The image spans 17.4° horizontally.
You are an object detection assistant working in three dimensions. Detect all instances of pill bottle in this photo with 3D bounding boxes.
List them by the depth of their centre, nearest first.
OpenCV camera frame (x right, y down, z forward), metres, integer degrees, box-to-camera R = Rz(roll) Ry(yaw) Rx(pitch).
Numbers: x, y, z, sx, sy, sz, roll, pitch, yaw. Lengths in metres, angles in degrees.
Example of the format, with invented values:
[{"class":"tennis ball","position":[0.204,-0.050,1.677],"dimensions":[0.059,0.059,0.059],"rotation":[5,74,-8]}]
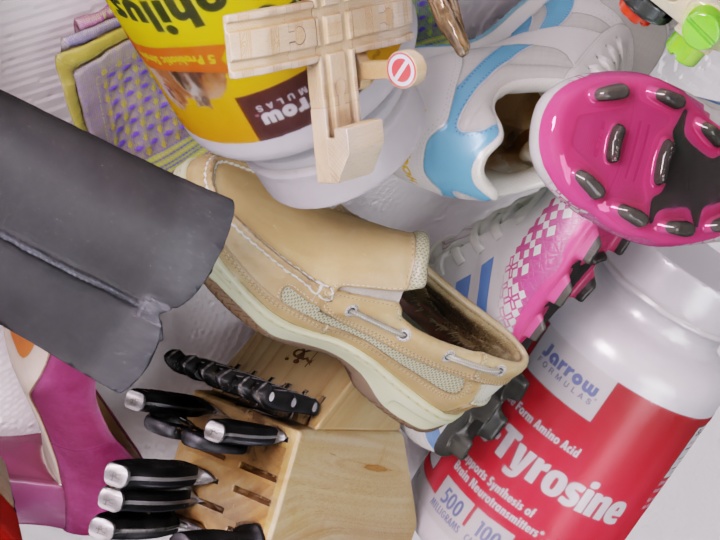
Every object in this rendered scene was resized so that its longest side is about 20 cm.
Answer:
[{"class":"pill bottle","position":[-0.047,-0.121,0.939],"dimensions":[0.109,0.109,0.200],"rotation":[-36,127,-6]},{"class":"pill bottle","position":[0.118,0.072,1.229],"dimensions":[0.112,0.112,0.200],"rotation":[16,114,-42]}]

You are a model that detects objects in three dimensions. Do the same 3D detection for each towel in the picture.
[{"class":"towel","position":[-0.041,-0.078,1.062],"dimensions":[0.199,0.023,0.144],"rotation":[-21,133,-20]}]

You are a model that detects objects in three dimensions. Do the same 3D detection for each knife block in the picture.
[{"class":"knife block","position":[-0.052,0.111,1.124],"dimensions":[0.176,0.064,0.201],"rotation":[-49,146,-34]}]

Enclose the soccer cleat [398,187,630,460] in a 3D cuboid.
[{"class":"soccer cleat","position":[0.064,0.002,1.147],"dimensions":[0.200,0.086,0.070],"rotation":[-58,164,27]}]

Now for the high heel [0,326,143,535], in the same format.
[{"class":"high heel","position":[-0.115,0.048,1.070],"dimensions":[0.095,0.067,0.201],"rotation":[0,129,-23]}]

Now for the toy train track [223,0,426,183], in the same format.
[{"class":"toy train track","position":[-0.007,-0.133,0.873],"dimensions":[0.114,0.032,0.201],"rotation":[-20,107,-52]}]

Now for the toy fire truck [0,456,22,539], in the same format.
[{"class":"toy fire truck","position":[-0.215,0.176,0.993],"dimensions":[0.175,0.200,0.129],"rotation":[-26,137,5]}]

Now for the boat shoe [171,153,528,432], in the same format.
[{"class":"boat shoe","position":[0.000,0.000,1.061],"dimensions":[0.076,0.072,0.200],"rotation":[-26,137,33]}]

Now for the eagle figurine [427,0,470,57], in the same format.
[{"class":"eagle figurine","position":[0.086,-0.200,0.961],"dimensions":[0.199,0.151,0.152],"rotation":[-24,116,-16]}]

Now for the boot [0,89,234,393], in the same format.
[{"class":"boot","position":[-0.134,-0.060,0.924],"dimensions":[0.200,0.066,0.165],"rotation":[33,116,-18]}]

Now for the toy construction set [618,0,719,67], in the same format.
[{"class":"toy construction set","position":[0.196,-0.124,1.094],"dimensions":[0.092,0.131,0.200],"rotation":[-52,180,17]}]

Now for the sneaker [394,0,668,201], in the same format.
[{"class":"sneaker","position":[0.086,-0.079,1.091],"dimensions":[0.200,0.081,0.077],"rotation":[-28,132,-41]}]

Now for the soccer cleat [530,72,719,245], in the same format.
[{"class":"soccer cleat","position":[0.142,-0.044,1.049],"dimensions":[0.199,0.086,0.070],"rotation":[9,91,-33]}]
